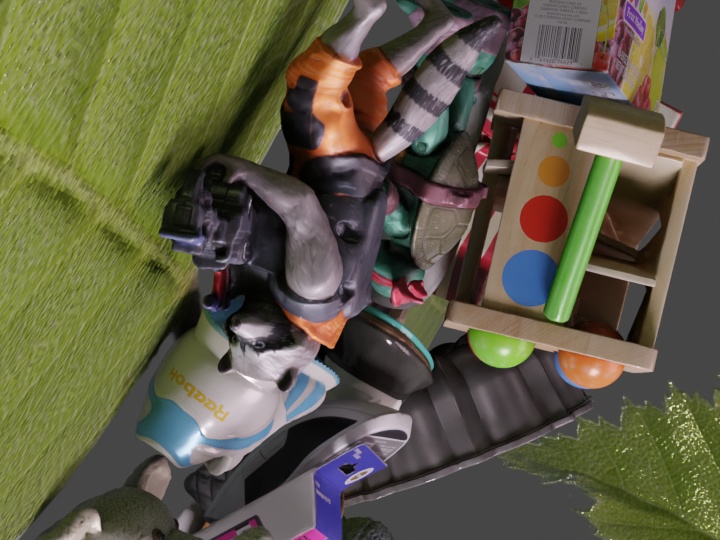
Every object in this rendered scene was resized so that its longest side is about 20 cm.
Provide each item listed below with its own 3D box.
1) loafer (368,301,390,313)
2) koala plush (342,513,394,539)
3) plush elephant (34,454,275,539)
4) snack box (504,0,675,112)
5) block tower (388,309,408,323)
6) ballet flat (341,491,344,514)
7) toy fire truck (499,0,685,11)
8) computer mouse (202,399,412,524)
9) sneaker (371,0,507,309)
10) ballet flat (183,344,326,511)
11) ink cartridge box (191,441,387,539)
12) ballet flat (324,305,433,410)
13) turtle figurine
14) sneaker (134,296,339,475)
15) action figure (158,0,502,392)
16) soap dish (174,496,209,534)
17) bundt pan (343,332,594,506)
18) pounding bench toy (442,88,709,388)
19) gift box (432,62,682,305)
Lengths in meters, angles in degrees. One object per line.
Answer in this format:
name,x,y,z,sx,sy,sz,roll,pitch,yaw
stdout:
loafer,0.000,0.000,1.529,0.072,0.073,0.200,-44,162,-54
koala plush,-0.022,0.330,2.483,0.200,0.177,0.184,-49,158,-44
plush elephant,-0.099,0.175,1.188,0.165,0.200,0.155,-51,146,-65
snack box,0.146,-0.196,1.385,0.169,0.068,0.200,26,72,-73
block tower,-0.022,0.068,1.743,0.200,0.054,0.058,-54,172,-50
ballet flat,-0.046,0.157,1.565,0.200,0.069,0.063,-116,-168,-68
toy fire truck,0.154,-0.249,1.565,0.200,0.112,0.168,-44,137,-66
computer mouse,-0.056,0.126,1.403,0.200,0.044,0.110,-36,156,18
sneaker,0.041,-0.078,1.429,0.088,0.075,0.200,120,-13,-77
ballet flat,-0.057,0.070,1.453,0.066,0.057,0.200,-46,159,-69
ink cartridge box,-0.072,0.163,1.350,0.200,0.037,0.095,-31,165,1
ballet flat,0.009,0.066,1.445,0.068,0.068,0.200,-60,171,-3
turtle figurine,0.024,-0.059,1.335,0.150,0.101,0.200,-57,168,-74
sneaker,-0.069,0.061,1.266,0.081,0.076,0.200,-52,169,5
action figure,-0.019,-0.037,1.045,0.200,0.104,0.194,-41,150,-79
soap dish,-0.108,0.232,1.666,0.158,0.081,0.200,-61,175,4
bundt pan,0.054,0.092,1.616,0.202,0.076,0.202,-20,-179,0
pounding bench toy,0.122,-0.014,1.373,0.200,0.124,0.156,64,40,-87
gift box,0.108,-0.049,1.658,0.187,0.184,0.200,106,9,-75
